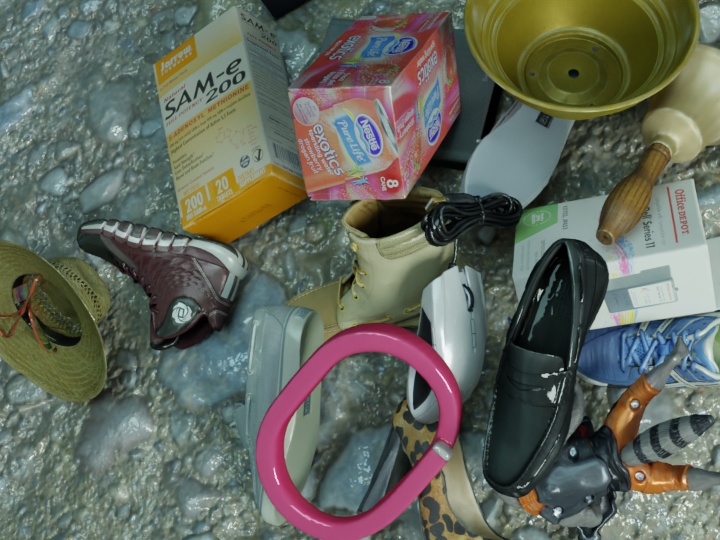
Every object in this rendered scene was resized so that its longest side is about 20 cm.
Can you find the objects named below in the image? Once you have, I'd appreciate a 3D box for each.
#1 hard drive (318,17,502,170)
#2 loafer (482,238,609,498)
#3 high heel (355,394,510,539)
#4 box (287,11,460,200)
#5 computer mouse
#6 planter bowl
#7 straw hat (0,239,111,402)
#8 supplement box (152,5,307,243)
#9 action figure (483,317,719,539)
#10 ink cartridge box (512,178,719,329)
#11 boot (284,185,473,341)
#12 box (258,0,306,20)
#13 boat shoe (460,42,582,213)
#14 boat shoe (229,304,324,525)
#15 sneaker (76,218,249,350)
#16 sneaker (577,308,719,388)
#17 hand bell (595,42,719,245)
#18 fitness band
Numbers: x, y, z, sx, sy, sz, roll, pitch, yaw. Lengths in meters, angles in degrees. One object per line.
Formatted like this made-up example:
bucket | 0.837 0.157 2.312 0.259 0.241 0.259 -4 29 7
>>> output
hard drive | 0.044 -0.180 1.084 0.197 0.033 0.142 10 76 23
loafer | 0.133 0.072 0.819 0.067 0.070 0.204 17 86 36
high heel | 0.100 0.182 0.917 0.198 0.071 0.144 21 83 31
box | 0.019 -0.150 0.951 0.093 0.104 0.201 2 30 20
computer mouse | 0.085 0.036 0.899 0.043 0.109 0.204 16 104 42
planter bowl | 0.189 -0.195 0.934 0.197 0.084 0.203 -3 60 5
straw hat | -0.311 0.031 1.107 0.199 0.204 0.085 19 38 25
supplement box | -0.134 -0.148 1.100 0.125 0.073 0.203 -28 63 27
action figure | 0.180 0.125 0.849 0.192 0.105 0.202 -27 92 18
ink cartridge box | 0.233 -0.014 0.909 0.197 0.068 0.118 -10 30 16
boot | 0.000 0.000 0.965 0.197 0.156 0.074 -11 54 14
box | -0.053 -0.399 1.155 0.198 0.107 0.150 -28 65 9
boat shoe | 0.148 -0.117 1.000 0.074 0.086 0.204 29 69 3
boat shoe | -0.080 0.129 0.980 0.070 0.070 0.204 11 100 24
sneaker | -0.217 0.018 1.090 0.197 0.076 0.117 10 78 22
sneaker | 0.266 0.060 0.891 0.197 0.077 0.077 -7 82 20
hand bell | 0.245 -0.092 0.898 0.103 0.105 0.200 25 55 25
fitness band | -0.004 0.137 0.893 0.143 0.037 0.201 42 111 5
